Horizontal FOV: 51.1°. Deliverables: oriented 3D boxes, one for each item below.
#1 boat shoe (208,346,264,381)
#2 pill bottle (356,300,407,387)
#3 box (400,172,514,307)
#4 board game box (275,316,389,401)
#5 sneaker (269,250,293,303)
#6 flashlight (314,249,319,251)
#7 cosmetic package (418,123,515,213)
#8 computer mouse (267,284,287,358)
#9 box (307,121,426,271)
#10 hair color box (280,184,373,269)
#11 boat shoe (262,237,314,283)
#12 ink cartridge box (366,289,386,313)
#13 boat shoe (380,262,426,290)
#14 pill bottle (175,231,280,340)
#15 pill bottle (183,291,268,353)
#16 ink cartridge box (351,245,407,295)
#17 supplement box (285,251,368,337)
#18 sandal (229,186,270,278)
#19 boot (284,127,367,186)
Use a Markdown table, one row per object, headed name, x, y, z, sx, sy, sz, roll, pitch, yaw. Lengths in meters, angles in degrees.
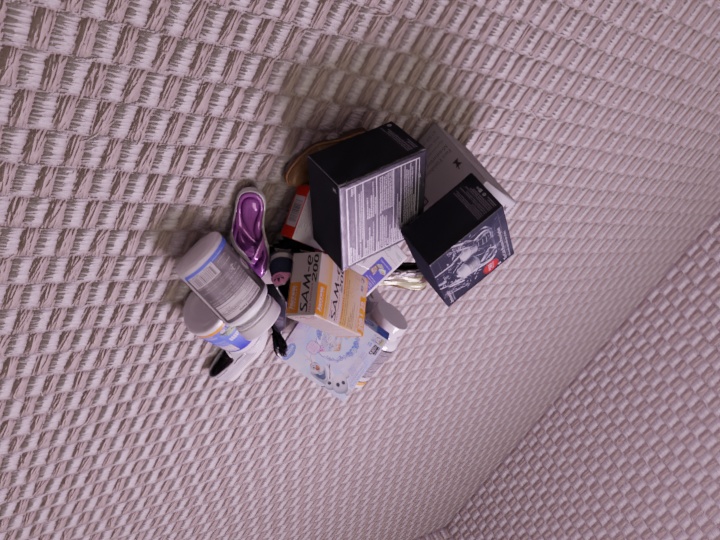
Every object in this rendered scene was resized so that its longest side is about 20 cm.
| name | x | y | z | sx | sy | sz | roll | pitch | yaw |
| --- | --- | --- | --- | --- | --- | --- | --- | --- | --- |
| boat shoe | -0.288 | 0.183 | 1.749 | 0.068 | 0.073 | 0.200 | 7 | 137 | -49 |
| pill bottle | 0.020 | 0.178 | 1.829 | 0.115 | 0.117 | 0.201 | 11 | 126 | -50 |
| box | 0.197 | -0.055 | 1.495 | 0.181 | 0.105 | 0.201 | -38 | 149 | -1 |
| board game box | -0.066 | 0.173 | 1.753 | 0.202 | 0.197 | 0.044 | -54 | -172 | 21 |
| sneaker | -0.132 | 0.051 | 1.541 | 0.069 | 0.083 | 0.201 | -18 | 138 | 17 |
| flashlight | -0.085 | -0.033 | 1.659 | 0.203 | 0.067 | 0.068 | -66 | 173 | 30 |
| cosmetic package | 0.197 | -0.174 | 1.640 | 0.165 | 0.201 | 0.164 | -47 | 147 | 16 |
| computer mouse | -0.195 | 0.085 | 1.677 | 0.051 | 0.140 | 0.203 | -5 | 131 | -14 |
| box | 0.012 | -0.142 | 1.423 | 0.195 | 0.123 | 0.203 | -26 | 138 | -25 |
| hair color box | -0.053 | -0.089 | 1.541 | 0.197 | 0.064 | 0.113 | 22 | 89 | -32 |
| boat shoe | -0.184 | -0.027 | 1.585 | 0.195 | 0.094 | 0.075 | 8 | 139 | -12 |
| ink cartridge box | -0.044 | 0.096 | 1.853 | 0.145 | 0.085 | 0.198 | -47 | 147 | 17 |
| boat shoe | 0.063 | -0.002 | 1.724 | 0.195 | 0.073 | 0.066 | 7 | 109 | -19 |
| pill bottle | -0.252 | 0.034 | 1.460 | 0.113 | 0.114 | 0.201 | -38 | 113 | 4 |
| pill bottle | -0.280 | 0.111 | 1.614 | 0.112 | 0.113 | 0.200 | -40 | 148 | 6 |
| ink cartridge box | 0.000 | 0.000 | 1.655 | 0.199 | 0.039 | 0.100 | -42 | 106 | 0 |
| supplement box | -0.062 | 0.053 | 1.520 | 0.072 | 0.129 | 0.199 | -2 | 164 | 29 |
| sandal | -0.220 | -0.062 | 1.468 | 0.080 | 0.050 | 0.207 | 0 | 121 | -2 |
| boot | -0.054 | -0.209 | 1.469 | 0.197 | 0.076 | 0.074 | -27 | 149 | -14 |
